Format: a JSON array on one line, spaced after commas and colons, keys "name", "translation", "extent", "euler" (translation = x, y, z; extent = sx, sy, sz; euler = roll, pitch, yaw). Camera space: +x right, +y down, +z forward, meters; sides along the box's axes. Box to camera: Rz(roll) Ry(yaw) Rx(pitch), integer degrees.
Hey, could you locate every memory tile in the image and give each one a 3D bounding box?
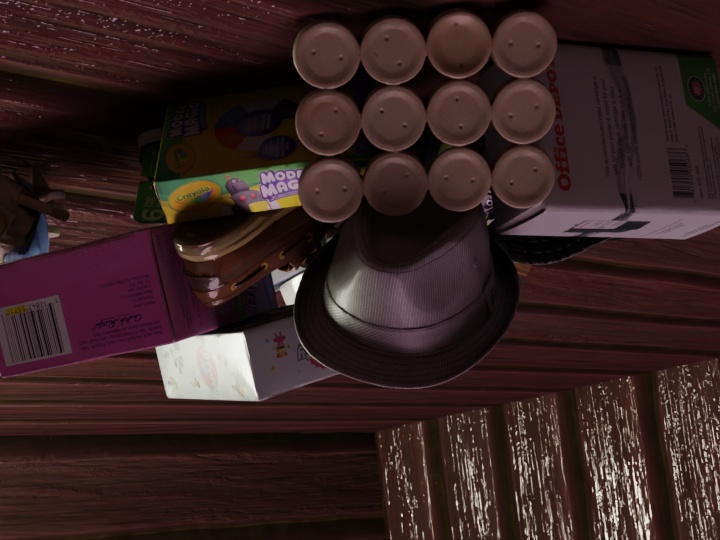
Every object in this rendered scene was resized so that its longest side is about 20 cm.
[{"name": "memory tile", "translation": [0.049, -0.117, 0.999], "extent": [0.199, 0.154, 0.017], "euler": [-4, -166, -4]}]

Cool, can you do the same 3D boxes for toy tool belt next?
[{"name": "toy tool belt", "translation": [-0.323, -0.033, 1.235], "extent": [0.122, 0.126, 0.200], "euler": [3, 167, -5]}]

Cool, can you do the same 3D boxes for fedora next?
[{"name": "fedora", "translation": [0.039, -0.008, 1.049], "extent": [0.176, 0.091, 0.200], "euler": [20, -138, 22]}]

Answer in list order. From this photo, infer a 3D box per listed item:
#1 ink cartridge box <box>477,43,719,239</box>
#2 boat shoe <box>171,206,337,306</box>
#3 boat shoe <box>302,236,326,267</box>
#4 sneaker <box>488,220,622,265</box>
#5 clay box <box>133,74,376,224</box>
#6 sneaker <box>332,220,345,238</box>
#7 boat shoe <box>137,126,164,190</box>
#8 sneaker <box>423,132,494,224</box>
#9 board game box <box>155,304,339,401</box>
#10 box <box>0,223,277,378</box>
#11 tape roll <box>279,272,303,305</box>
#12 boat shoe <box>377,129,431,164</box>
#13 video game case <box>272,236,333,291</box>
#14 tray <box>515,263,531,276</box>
[{"name": "ink cartridge box", "translation": [0.206, -0.106, 1.116], "extent": [0.199, 0.148, 0.083], "euler": [1, 165, -25]}, {"name": "boat shoe", "translation": [-0.069, -0.034, 1.102], "extent": [0.072, 0.068, 0.200], "euler": [14, -147, 42]}, {"name": "boat shoe", "translation": [-0.054, -0.068, 1.226], "extent": [0.072, 0.063, 0.200], "euler": [-27, 157, -14]}, {"name": "sneaker", "translation": [0.209, -0.046, 1.248], "extent": [0.199, 0.076, 0.088], "euler": [-11, 172, 12]}, {"name": "clay box", "translation": [-0.087, -0.098, 1.075], "extent": [0.199, 0.115, 0.048], "euler": [-7, 130, 4]}, {"name": "sneaker", "translation": [0.000, 0.000, 1.248], "extent": [0.076, 0.081, 0.200], "euler": [32, 156, 0]}, {"name": "boat shoe", "translation": [-0.138, -0.082, 1.237], "extent": [0.072, 0.063, 0.200], "euler": [-15, 166, 23]}, {"name": "sneaker", "translation": [0.096, -0.056, 1.191], "extent": [0.082, 0.201, 0.072], "euler": [20, -150, 22]}, {"name": "board game box", "translation": [-0.078, 0.070, 1.196], "extent": [0.147, 0.065, 0.200], "euler": [-15, -176, -31]}, {"name": "box", "translation": [-0.199, 0.017, 1.168], "extent": [0.175, 0.097, 0.200], "euler": [-12, -177, 22]}, {"name": "tape roll", "translation": [0.008, -0.003, 1.478], "extent": [0.202, 0.037, 0.203], "euler": [-23, 176, -2]}, {"name": "boat shoe", "translation": [0.045, -0.103, 1.246], "extent": [0.073, 0.064, 0.201], "euler": [-15, 167, 23]}, {"name": "video game case", "translation": [-0.029, -0.018, 1.489], "extent": [0.199, 0.023, 0.182], "euler": [-24, 176, 23]}, {"name": "tray", "translation": [0.067, -0.050, 1.306], "extent": [0.199, 0.037, 0.099], "euler": [19, -174, -13]}]
